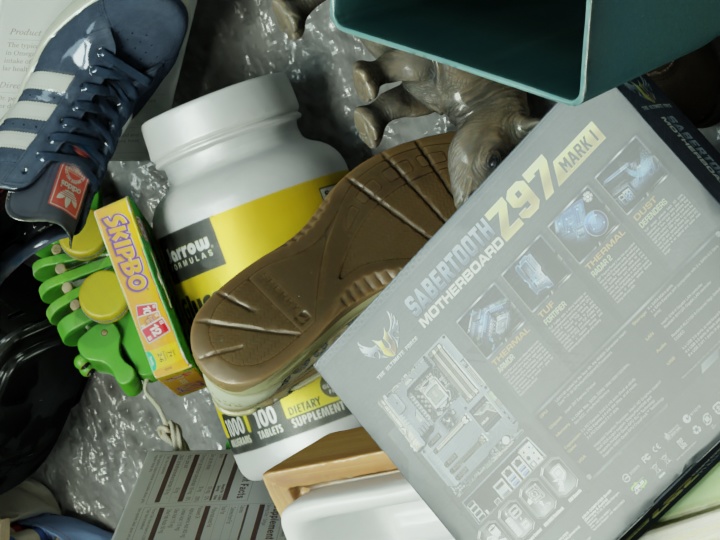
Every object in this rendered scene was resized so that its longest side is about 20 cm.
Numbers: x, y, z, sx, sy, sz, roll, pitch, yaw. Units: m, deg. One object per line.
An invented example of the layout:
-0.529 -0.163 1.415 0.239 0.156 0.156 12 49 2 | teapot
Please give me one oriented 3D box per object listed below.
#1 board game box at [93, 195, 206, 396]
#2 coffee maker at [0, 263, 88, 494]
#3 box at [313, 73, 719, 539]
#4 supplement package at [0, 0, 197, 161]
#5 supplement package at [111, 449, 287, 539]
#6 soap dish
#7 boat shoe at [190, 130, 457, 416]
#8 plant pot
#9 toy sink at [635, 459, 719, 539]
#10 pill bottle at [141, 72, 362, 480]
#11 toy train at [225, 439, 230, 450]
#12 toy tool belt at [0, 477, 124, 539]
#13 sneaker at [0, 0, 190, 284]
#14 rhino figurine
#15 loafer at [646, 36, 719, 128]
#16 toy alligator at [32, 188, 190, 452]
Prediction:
-0.113 0.017 1.470 0.200 0.030 0.096 109 140 -83 | board game box
-0.268 0.017 1.619 0.199 0.135 0.193 32 140 23 | coffee maker
0.096 0.032 1.171 0.158 0.051 0.200 49 113 15 | box
-0.160 -0.173 1.456 0.117 0.116 0.201 57 138 47 | supplement package
-0.068 0.219 1.457 0.110 0.156 0.201 -3 109 6 | supplement package
0.062 0.157 1.338 0.157 0.081 0.201 -13 118 24 | soap dish
0.000 0.000 1.354 0.073 0.199 0.063 52 167 24 | boat shoe
0.109 -0.175 1.159 0.141 0.199 0.142 22 118 38 | plant pot
0.159 0.075 1.232 0.130 0.112 0.201 -20 89 26 | toy sink
-0.045 0.002 1.428 0.112 0.112 0.201 -22 89 45 | pill bottle
-0.052 0.177 1.548 0.056 0.042 0.201 18 116 28 | toy train
-0.210 0.204 1.648 0.199 0.123 0.126 10 111 41 | toy tool belt
-0.154 -0.064 1.402 0.200 0.075 0.085 -49 37 16 | sneaker
0.034 -0.104 1.341 0.200 0.087 0.060 54 161 15 | rhino figurine
0.093 -0.136 1.278 0.200 0.071 0.073 38 127 28 | loafer
-0.153 0.033 1.552 0.059 0.054 0.201 68 -178 -70 | toy alligator
